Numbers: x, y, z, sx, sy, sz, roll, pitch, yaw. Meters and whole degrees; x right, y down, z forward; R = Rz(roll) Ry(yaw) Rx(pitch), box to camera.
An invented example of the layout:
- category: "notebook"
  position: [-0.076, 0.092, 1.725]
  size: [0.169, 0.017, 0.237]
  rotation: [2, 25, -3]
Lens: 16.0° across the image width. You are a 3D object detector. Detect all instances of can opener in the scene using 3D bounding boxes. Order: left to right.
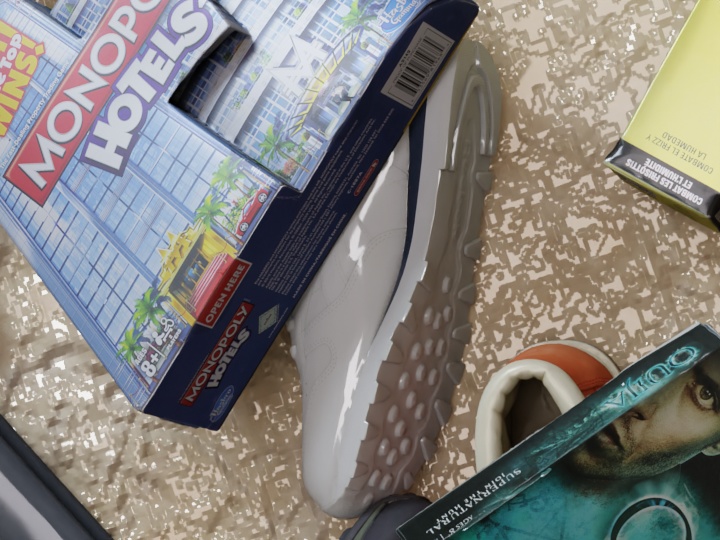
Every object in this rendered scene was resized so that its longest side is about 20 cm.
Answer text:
- category: "can opener"
  position: [-0.167, 0.054, 1.073]
  size: [0.066, 0.053, 0.200]
  rotation: [-40, 80, 7]

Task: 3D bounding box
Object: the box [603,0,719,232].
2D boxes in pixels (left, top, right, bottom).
- category: "box"
  position: [0.168, -0.114, 1.005]
  size: [0.050, 0.075, 0.200]
  rotation: [31, 94, 12]

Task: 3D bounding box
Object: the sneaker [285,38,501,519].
- category: "sneaker"
  position: [0.000, 0.000, 1.040]
  size: [0.080, 0.076, 0.200]
  rotation: [9, 82, 21]

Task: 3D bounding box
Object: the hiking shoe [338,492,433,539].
- category: "hiking shoe"
  position: [0.029, 0.183, 0.982]
  size: [0.101, 0.076, 0.200]
  rotation: [-2, 66, 23]

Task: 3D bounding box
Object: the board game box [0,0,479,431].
- category: "board game box"
  position: [-0.087, -0.074, 1.031]
  size: [0.200, 0.062, 0.200]
  rotation: [35, 97, 29]

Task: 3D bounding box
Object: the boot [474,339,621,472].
- category: "boot"
  position: [0.075, 0.127, 0.992]
  size: [0.075, 0.107, 0.200]
  rotation: [-7, 86, 10]

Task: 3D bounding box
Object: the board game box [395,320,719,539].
- category: "board game box"
  position: [0.117, 0.132, 0.951]
  size: [0.135, 0.028, 0.200]
  rotation: [-35, 118, -4]
